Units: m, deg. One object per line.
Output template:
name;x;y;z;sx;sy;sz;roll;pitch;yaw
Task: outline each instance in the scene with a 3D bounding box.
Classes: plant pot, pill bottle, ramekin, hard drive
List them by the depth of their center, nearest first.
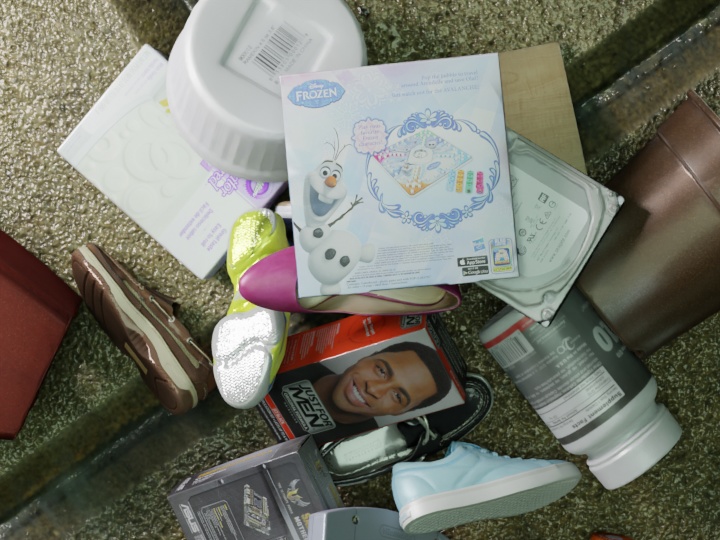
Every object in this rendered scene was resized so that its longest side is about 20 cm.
hard drive;0.124;-0.058;1.329;0.199;0.038;0.140;33;95;10
plant pot;0.300;-0.034;1.381;0.198;0.200;0.201;-38;89;11
ramekin;-0.087;-0.196;1.407;0.199;0.098;0.202;3;75;-11
pill bottle;0.219;0.106;1.422;0.114;0.114;0.200;-38;90;4
plant pot;-0.386;0.059;1.428;0.175;0.200;0.201;25;94;-8

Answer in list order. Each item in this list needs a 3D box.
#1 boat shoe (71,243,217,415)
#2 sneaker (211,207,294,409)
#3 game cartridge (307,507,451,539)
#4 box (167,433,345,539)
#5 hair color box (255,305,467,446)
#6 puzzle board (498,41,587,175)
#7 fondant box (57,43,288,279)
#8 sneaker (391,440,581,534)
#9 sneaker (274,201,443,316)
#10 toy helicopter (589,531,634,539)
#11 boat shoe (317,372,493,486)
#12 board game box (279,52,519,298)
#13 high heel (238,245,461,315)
boat shoe;-0.216;0.051;1.480;0.075;0.075;0.203;-32;82;-30
sneaker;-0.088;0.045;1.416;0.075;0.105;0.202;-1;71;23
game cartridge;0.023;0.303;1.408;0.040;0.199;0.134;-13;62;44
box;-0.082;0.282;1.449;0.157;0.048;0.201;-22;98;20
hair color box;-0.005;0.103;1.421;0.199;0.061;0.102;-19;121;19
puzzle board;0.117;-0.138;1.455;0.198;0.017;0.152;-11;81;1
fondant box;-0.184;-0.110;1.469;0.200;0.058;0.144;41;93;0
sneaker;0.124;0.201;1.441;0.198;0.074;0.082;-6;60;-22
sneaker;0.000;0.000;1.455;0.198;0.070;0.109;15;91;0
toy helicopter;0.224;0.308;1.385;0.131;0.200;0.080;8;93;-14
boat shoe;0.042;0.163;1.461;0.199;0.060;0.074;-21;93;4
board game box;0.035;-0.084;1.294;0.198;0.043;0.201;-5;90;3
high heel;-0.008;0.019;1.330;0.198;0.096;0.068;2;106;-19
